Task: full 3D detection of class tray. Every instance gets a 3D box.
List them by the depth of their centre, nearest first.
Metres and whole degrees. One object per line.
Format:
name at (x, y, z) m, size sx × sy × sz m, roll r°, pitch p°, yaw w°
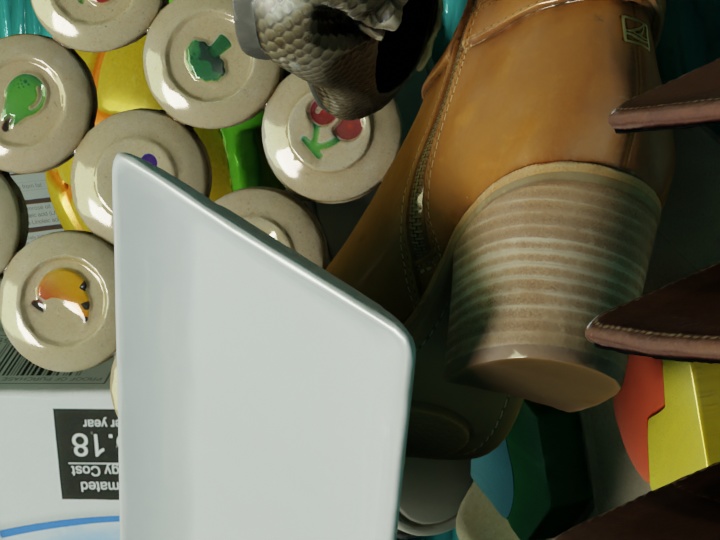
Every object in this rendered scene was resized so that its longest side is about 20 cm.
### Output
tray at (-0.027, 0.058, 0.681) m, size 0.107 × 0.022 × 0.200 m, roll 31°, pitch 140°, yaw 25°

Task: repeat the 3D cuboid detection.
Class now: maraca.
maraca at (-0.074, -0.063, 0.945) m, size 0.137 × 0.107 × 0.200 m, roll 55°, pitch 151°, yaw 25°

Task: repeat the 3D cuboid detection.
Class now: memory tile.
memory tile at (-0.057, -0.018, 0.806) m, size 0.154 × 0.200 × 0.017 m, roll -58°, pitch -7°, yaw 3°

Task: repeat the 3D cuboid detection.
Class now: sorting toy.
sorting toy at (0.079, 0.049, 0.718) m, size 0.185 × 0.036 × 0.201 m, roll -128°, pitch 39°, yaw -51°

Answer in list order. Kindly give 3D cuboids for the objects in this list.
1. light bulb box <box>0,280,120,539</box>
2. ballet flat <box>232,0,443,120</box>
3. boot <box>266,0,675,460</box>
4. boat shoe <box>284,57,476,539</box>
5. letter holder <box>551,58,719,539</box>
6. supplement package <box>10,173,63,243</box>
light bulb box at (-0.109, 0.113, 0.912) m, size 0.125 × 0.197 × 0.201 m, roll -70°, pitch -22°, yaw -67°
ballet flat at (0.005, -0.081, 0.704) m, size 0.200 × 0.046 × 0.068 m, roll -1°, pitch -87°, yaw -79°
boot at (0.030, -0.028, 0.699) m, size 0.200 × 0.073 × 0.155 m, roll -18°, pitch 57°, yaw 55°
boat shoe at (0.000, 0.000, 0.852) m, size 0.057 × 0.067 × 0.201 m, roll 1°, pitch 100°, yaw 62°
letter holder at (0.116, 0.002, 0.463) m, size 0.200 × 0.142 × 0.101 m, roll -3°, pitch 108°, yaw 67°
supplement package at (-0.124, 0.040, 1.092) m, size 0.114 × 0.109 × 0.200 m, roll 113°, pitch 143°, yaw -48°
